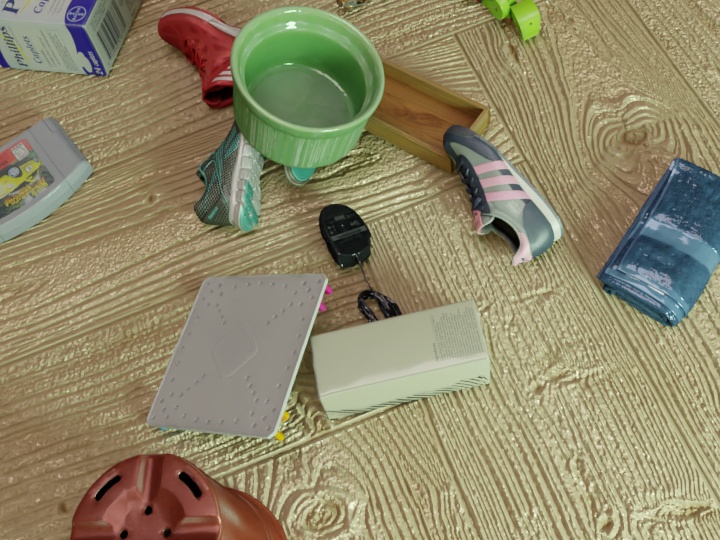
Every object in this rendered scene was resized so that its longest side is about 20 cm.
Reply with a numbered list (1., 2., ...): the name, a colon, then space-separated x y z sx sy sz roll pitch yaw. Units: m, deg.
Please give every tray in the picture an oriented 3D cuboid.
1. tray: 0.069 -0.217 1.228 0.198 0.037 0.099 31 69 23

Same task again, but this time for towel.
1. towel: 0.376 -0.036 1.063 0.111 0.049 0.201 30 69 23

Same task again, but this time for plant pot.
1. plant pot: -0.182 0.285 0.885 0.196 0.196 0.204 -4 59 7

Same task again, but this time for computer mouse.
1. computer mouse: 0.000 0.000 1.121 0.058 0.034 0.202 -15 62 -20

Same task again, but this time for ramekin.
1. ramekin: -0.074 -0.231 1.156 0.196 0.098 0.204 6 60 -11

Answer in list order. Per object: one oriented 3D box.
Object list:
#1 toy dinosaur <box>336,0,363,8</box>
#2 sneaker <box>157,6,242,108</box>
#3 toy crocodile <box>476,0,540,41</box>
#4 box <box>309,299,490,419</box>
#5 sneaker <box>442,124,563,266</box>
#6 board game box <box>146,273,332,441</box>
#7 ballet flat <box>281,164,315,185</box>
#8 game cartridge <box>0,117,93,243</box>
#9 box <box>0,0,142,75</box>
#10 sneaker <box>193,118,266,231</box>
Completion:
1. toy dinosaur: 0.021 -0.486 1.378 0.136 0.103 0.199 43 55 12
2. sneaker: -0.232 -0.311 1.311 0.197 0.079 0.117 17 63 20
3. toy crocodile: 0.194 -0.409 1.310 0.067 0.062 0.200 -35 56 -11
4. box: 0.046 0.103 1.027 0.196 0.069 0.083 -12 58 3
5. sneaker: 0.157 -0.094 1.107 0.082 0.070 0.200 -38 71 -13
6. board game box: -0.140 0.098 1.046 0.197 0.026 0.203 -2 57 35
7. ballet flat: -0.085 -0.196 1.237 0.063 0.067 0.203 -11 54 35
8. game cartridge: -0.485 -0.120 1.268 0.199 0.041 0.133 -39 65 -13
9. box: -0.465 -0.415 1.394 0.196 0.106 0.187 7 61 14
10. sneaker: -0.179 -0.146 1.209 0.089 0.078 0.203 -2 58 13
